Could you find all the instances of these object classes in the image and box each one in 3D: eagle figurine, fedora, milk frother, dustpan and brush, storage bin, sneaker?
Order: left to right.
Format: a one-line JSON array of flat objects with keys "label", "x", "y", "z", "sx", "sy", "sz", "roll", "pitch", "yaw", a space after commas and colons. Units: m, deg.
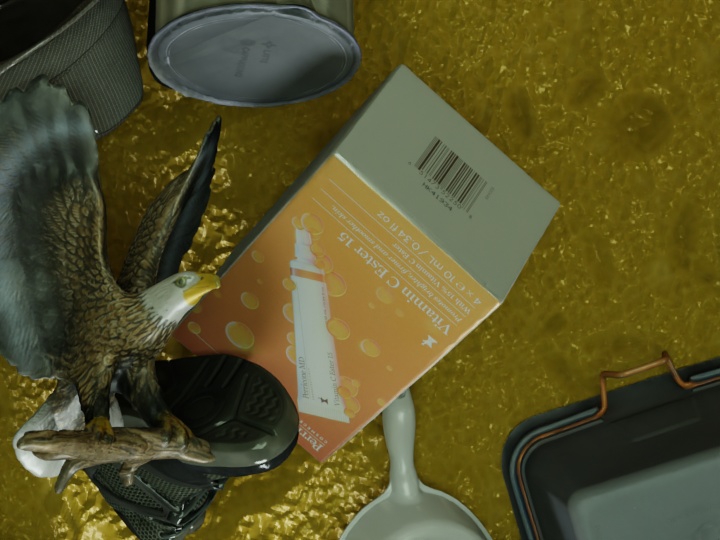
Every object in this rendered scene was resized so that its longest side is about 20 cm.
[{"label": "fedora", "x": -0.190, "y": -0.119, "z": 1.145, "sx": 0.177, "sy": 0.199, "sz": 0.091, "roll": -56, "pitch": 129, "yaw": -36}, {"label": "eagle figurine", "x": -0.135, "y": 0.012, "z": 1.085, "sx": 0.149, "sy": 0.152, "sz": 0.202, "roll": -12, "pitch": 70, "yaw": 1}, {"label": "sneaker", "x": -0.095, "y": 0.113, "z": 1.174, "sx": 0.076, "sy": 0.198, "sz": 0.115, "roll": -52, "pitch": 123, "yaw": -36}, {"label": "milk frother", "x": -0.023, "y": -0.187, "z": 1.115, "sx": 0.198, "sy": 0.181, "sz": 0.190, "roll": 3, "pitch": 70, "yaw": -10}, {"label": "dustpan and brush", "x": 0.033, "y": 0.166, "z": 1.239, "sx": 0.138, "sy": 0.057, "sz": 0.202, "roll": -7, "pitch": 107, "yaw": -17}, {"label": "storage bin", "x": 0.197, "y": 0.129, "z": 1.204, "sx": 0.198, "sy": 0.134, "sz": 0.147, "roll": -17, "pitch": 97, "yaw": -2}]

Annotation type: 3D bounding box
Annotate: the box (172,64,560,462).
[{"label": "box", "x": 0.000, "y": 0.000, "z": 1.143, "sx": 0.124, "sy": 0.098, "sz": 0.200, "roll": 40, "pitch": 135, "yaw": -4}]
